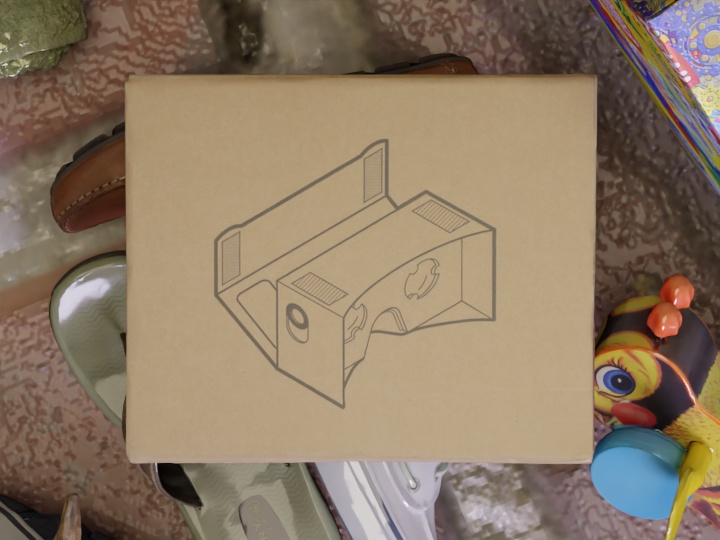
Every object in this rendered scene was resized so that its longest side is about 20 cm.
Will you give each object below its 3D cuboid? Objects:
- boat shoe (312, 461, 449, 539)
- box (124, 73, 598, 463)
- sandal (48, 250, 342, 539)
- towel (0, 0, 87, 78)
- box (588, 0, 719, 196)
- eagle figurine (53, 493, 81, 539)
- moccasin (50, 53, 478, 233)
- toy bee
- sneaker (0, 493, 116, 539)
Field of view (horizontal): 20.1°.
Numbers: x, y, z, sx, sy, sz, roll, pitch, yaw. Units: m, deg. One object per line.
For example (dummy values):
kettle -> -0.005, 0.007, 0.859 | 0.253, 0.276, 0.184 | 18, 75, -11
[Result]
boat shoe -> 0.011, 0.079, 0.909 | 0.067, 0.074, 0.201 | -29, 106, -4
box -> 0.000, 0.000, 0.856 | 0.199, 0.021, 0.164 | 0, 91, 6
sandal -> -0.068, 0.078, 0.927 | 0.080, 0.057, 0.201 | -33, 93, 5
towel -> -0.231, -0.142, 0.898 | 0.199, 0.036, 0.149 | -15, 91, -17
box -> 0.170, -0.101, 0.794 | 0.122, 0.193, 0.200 | -35, 123, 6
eagle figurine -> -0.211, 0.172, 0.881 | 0.199, 0.152, 0.151 | 5, 141, 31
moccasin -> -0.038, -0.041, 0.911 | 0.200, 0.074, 0.078 | -10, 83, -6
toy bee -> 0.134, 0.059, 0.881 | 0.199, 0.109, 0.131 | 13, 52, -12
sneaker -> -0.107, 0.169, 0.932 | 0.200, 0.079, 0.079 | 45, 137, 15
